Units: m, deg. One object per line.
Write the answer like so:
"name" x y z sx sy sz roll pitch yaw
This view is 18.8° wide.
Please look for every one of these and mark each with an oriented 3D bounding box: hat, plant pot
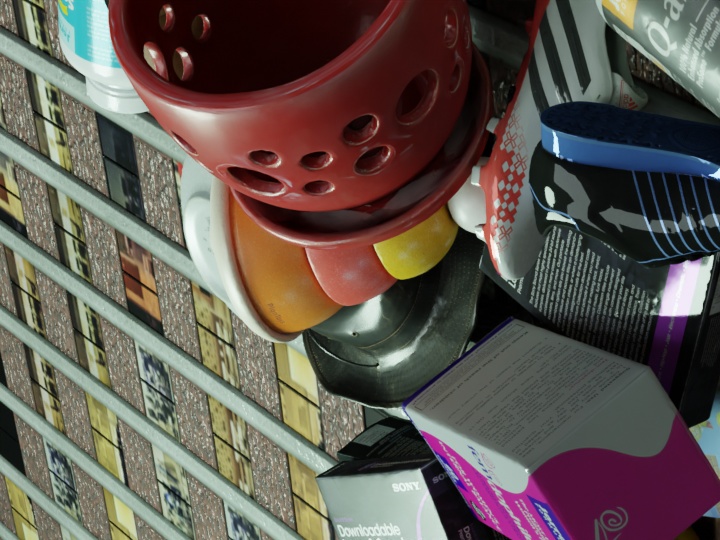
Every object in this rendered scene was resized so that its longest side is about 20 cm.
"hat" 0.000 0.000 1.530 0.200 0.081 0.201 -25 56 43
"plant pot" -0.025 -0.128 1.289 0.200 0.200 0.183 40 172 35

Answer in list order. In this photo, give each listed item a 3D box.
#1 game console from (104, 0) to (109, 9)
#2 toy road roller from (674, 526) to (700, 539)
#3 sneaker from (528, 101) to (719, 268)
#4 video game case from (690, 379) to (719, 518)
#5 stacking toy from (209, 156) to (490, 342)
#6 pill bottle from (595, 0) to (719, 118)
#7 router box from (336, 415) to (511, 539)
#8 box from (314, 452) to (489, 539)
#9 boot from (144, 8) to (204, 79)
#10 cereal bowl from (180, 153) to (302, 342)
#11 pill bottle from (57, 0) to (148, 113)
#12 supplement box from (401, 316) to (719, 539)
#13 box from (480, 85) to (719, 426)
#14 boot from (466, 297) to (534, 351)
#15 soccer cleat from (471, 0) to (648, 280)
"game console" -0.106 -0.192 1.475 0.200 0.031 0.177 48 142 25
"toy road roller" 0.177 0.244 1.492 0.146 0.122 0.200 58 149 36
"sneaker" 0.192 -0.037 1.231 0.199 0.070 0.078 16 123 19
"video game case" 0.255 0.094 1.346 0.200 0.017 0.144 0 113 58
"stacking toy" 0.015 -0.035 1.405 0.199 0.146 0.147 -8 110 22
"pill bottle" 0.195 -0.151 1.148 0.200 0.116 0.117 44 145 30
"router box" 0.075 0.213 1.568 0.150 0.062 0.201 8 123 52
"box" 0.049 0.225 1.505 0.143 0.036 0.201 -15 97 57
"boot" -0.118 -0.187 1.411 0.075 0.073 0.201 -20 91 46
"cereal bowl" -0.081 -0.029 1.720 0.200 0.083 0.201 39 144 37
"pill bottle" -0.183 -0.222 1.700 0.111 0.111 0.201 42 144 33
"supplement box" 0.123 0.110 1.351 0.101 0.103 0.200 57 166 -17
"box" 0.156 -0.012 1.366 0.200 0.036 0.143 41 137 38
"boot" 0.083 0.113 1.597 0.182 0.072 0.201 26 140 50
"soccer cleat" 0.125 -0.088 1.293 0.085 0.069 0.201 16 95 26
